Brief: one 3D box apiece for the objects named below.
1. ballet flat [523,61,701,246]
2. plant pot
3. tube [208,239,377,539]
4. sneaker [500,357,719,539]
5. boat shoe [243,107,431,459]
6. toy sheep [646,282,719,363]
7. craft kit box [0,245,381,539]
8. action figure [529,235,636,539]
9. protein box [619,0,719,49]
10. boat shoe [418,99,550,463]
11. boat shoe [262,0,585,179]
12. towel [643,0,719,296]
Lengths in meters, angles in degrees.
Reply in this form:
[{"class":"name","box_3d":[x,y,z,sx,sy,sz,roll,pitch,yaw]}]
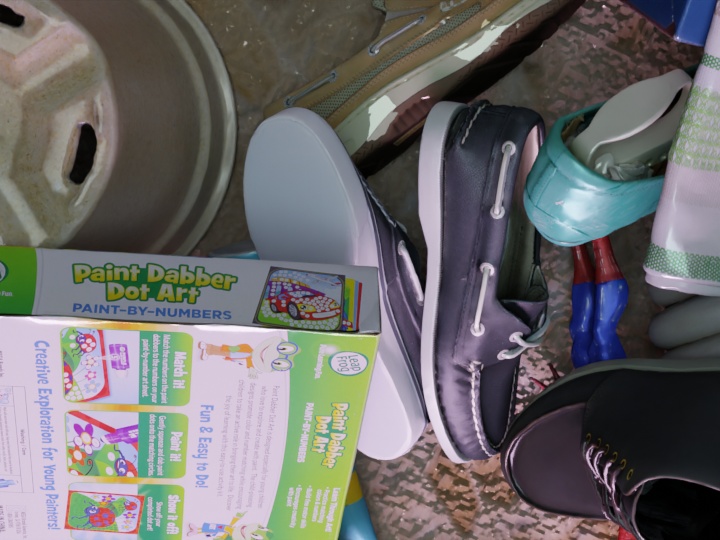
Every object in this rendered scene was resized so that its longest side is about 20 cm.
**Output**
[{"class":"ballet flat","box_3d":[0.170,-0.075,0.766,0.199,0.071,0.068,-26,62,-19]},{"class":"plant pot","box_3d":[-0.172,-0.072,0.780,0.198,0.184,0.203,0,95,3]},{"class":"tube","box_3d":[-0.041,0.083,0.860,0.077,0.050,0.202,-10,100,10]},{"class":"sneaker","box_3d":[0.126,0.095,0.743,0.199,0.106,0.075,-20,102,45]},{"class":"boat shoe","box_3d":[0.000,0.000,0.817,0.071,0.068,0.202,-4,117,38]},{"class":"toy sheep","box_3d":[0.215,0.030,0.803,0.137,0.138,0.202,-19,79,4]},{"class":"craft kit box","box_3d":[-0.098,0.070,0.753,0.195,0.201,0.049,6,50,-5]},{"class":"action figure","box_3d":[0.132,0.066,0.840,0.051,0.065,0.202,-17,93,-18]},{"class":"protein box","box_3d":[0.244,-0.198,0.729,0.198,0.135,0.200,10,111,-16]},{"class":"boat shoe","box_3d":[0.069,0.012,0.810,0.060,0.076,0.202,5,115,27]},{"class":"boat shoe","box_3d":[0.033,-0.124,0.828,0.199,0.072,0.076,-35,81,5]},{"class":"towel","box_3d":[0.219,-0.075,0.688,0.148,0.031,0.202,7,113,-15]}]
